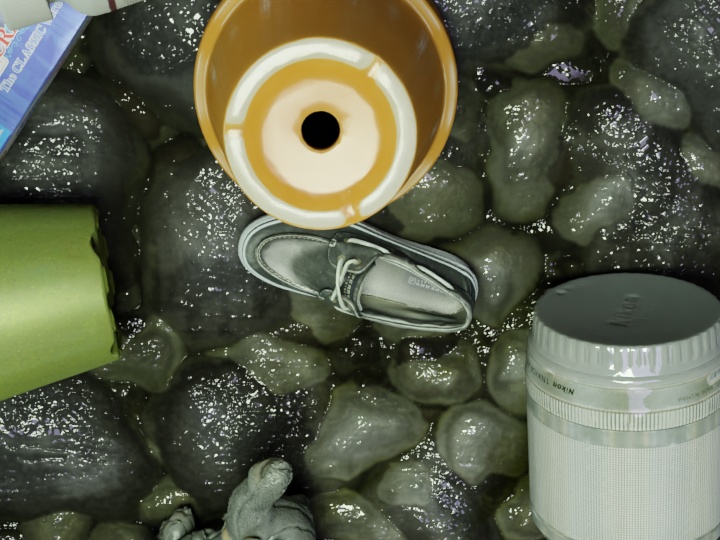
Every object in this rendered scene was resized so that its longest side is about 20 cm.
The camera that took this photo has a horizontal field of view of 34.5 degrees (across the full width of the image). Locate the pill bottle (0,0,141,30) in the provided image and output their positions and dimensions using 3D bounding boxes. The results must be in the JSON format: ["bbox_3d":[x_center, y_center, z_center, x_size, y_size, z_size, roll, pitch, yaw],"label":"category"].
[{"bbox_3d":[-0.158,-0.238,0.784,0.198,0.110,0.110,-21,111,-9],"label":"pill bottle"}]

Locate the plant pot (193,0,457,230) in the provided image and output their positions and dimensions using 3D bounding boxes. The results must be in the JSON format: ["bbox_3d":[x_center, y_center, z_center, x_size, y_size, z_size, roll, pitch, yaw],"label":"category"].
[{"bbox_3d":[-0.025,-0.116,0.815,0.198,0.184,0.202,0,111,-1],"label":"plant pot"}]

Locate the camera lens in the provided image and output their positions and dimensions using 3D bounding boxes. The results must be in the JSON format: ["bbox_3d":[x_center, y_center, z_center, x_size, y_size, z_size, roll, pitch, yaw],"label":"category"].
[{"bbox_3d":[0.212,0.121,0.920,0.158,0.160,0.202,-4,111,1],"label":"camera lens"}]

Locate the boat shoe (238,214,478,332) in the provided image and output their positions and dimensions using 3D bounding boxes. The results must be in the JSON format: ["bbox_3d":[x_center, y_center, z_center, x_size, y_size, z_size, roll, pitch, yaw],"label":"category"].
[{"bbox_3d":[0.000,0.000,0.919,0.198,0.071,0.073,11,111,-4],"label":"boat shoe"}]

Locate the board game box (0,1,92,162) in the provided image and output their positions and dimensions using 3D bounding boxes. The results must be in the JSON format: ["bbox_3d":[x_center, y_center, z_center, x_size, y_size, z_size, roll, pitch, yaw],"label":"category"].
[{"bbox_3d":[-0.319,-0.191,0.860,0.199,0.041,0.201,34,106,-12],"label":"board game box"}]

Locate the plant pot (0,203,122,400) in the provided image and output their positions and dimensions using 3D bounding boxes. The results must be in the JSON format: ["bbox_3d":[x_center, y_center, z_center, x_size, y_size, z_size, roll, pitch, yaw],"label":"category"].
[{"bbox_3d":[-0.283,0.023,0.880,0.188,0.200,0.202,-11,111,-9],"label":"plant pot"}]

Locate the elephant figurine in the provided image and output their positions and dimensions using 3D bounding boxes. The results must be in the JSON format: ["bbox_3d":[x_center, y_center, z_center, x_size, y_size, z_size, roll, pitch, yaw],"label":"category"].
[{"bbox_3d":[-0.084,0.240,0.972,0.199,0.155,0.142,-33,86,20],"label":"elephant figurine"}]
